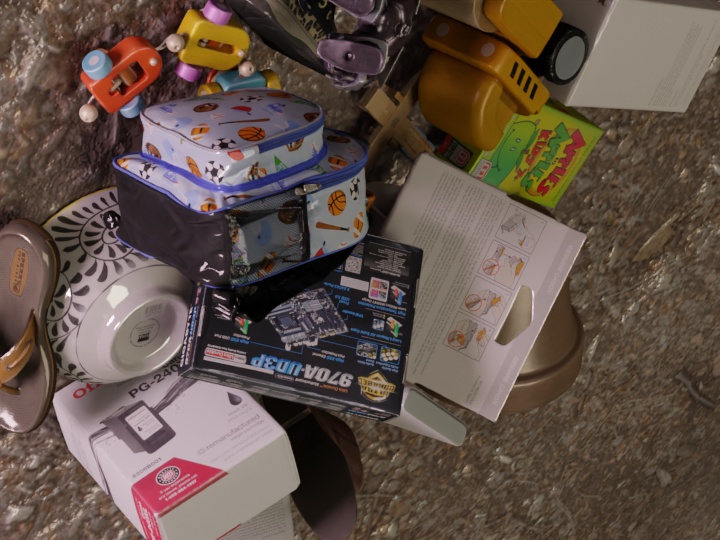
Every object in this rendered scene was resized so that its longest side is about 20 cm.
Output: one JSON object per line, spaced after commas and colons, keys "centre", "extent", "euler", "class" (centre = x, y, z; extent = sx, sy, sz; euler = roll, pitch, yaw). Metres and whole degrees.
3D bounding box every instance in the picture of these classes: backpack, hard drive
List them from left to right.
{"centre": [-0.090, -0.070, 1.449], "extent": [0.190, 0.200, 0.155], "euler": [-12, 120, -38], "class": "backpack"}
{"centre": [-0.005, 0.123, 1.770], "extent": [0.132, 0.199, 0.027], "euler": [37, 72, -53], "class": "hard drive"}

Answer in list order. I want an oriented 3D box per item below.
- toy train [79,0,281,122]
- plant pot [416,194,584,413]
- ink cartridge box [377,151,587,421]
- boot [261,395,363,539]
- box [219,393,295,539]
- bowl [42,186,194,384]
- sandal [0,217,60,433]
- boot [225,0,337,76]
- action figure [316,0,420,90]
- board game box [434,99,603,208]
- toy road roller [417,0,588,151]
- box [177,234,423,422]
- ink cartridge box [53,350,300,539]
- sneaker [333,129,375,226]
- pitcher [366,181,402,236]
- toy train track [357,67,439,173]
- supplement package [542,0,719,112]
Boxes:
{"centre": [-0.154, -0.157, 1.488], "extent": [0.150, 0.056, 0.200], "euler": [-42, 143, 1], "class": "toy train"}
{"centre": [0.140, 0.021, 1.827], "extent": [0.200, 0.200, 0.175], "euler": [-23, 134, -30], "class": "plant pot"}
{"centre": [0.090, 0.015, 1.651], "extent": [0.201, 0.176, 0.045], "euler": [-64, -179, 3], "class": "ink cartridge box"}
{"centre": [-0.028, 0.211, 1.817], "extent": [0.064, 0.187, 0.200], "euler": [-23, 156, 5], "class": "boot"}
{"centre": [-0.130, 0.231, 1.783], "extent": [0.097, 0.125, 0.200], "euler": [-16, 136, -12], "class": "box"}
{"centre": [-0.210, 0.033, 1.565], "extent": [0.200, 0.094, 0.201], "euler": [-28, 140, -26], "class": "bowl"}
{"centre": [-0.299, 0.053, 1.495], "extent": [0.055, 0.081, 0.201], "euler": [-41, 151, -57], "class": "sandal"}
{"centre": [-0.031, -0.257, 1.499], "extent": [0.154, 0.073, 0.204], "euler": [-63, 159, -2], "class": "boot"}
{"centre": [0.007, -0.210, 1.458], "extent": [0.200, 0.069, 0.131], "euler": [-39, 140, -77], "class": "action figure"}
{"centre": [0.168, -0.133, 1.818], "extent": [0.200, 0.048, 0.102], "euler": [13, 113, -57], "class": "board game box"}
{"centre": [0.108, -0.204, 1.629], "extent": [0.146, 0.123, 0.200], "euler": [-58, 143, -4], "class": "toy road roller"}
{"centre": [-0.050, 0.036, 1.559], "extent": [0.199, 0.046, 0.160], "euler": [13, 73, -17], "class": "box"}
{"centre": [-0.174, 0.156, 1.627], "extent": [0.145, 0.200, 0.084], "euler": [-32, 137, -20], "class": "ink cartridge box"}
{"centre": [-0.027, -0.036, 1.646], "extent": [0.074, 0.079, 0.201], "euler": [-64, 157, -68], "class": "sneaker"}
{"centre": [0.000, 0.000, 1.744], "extent": [0.171, 0.121, 0.200], "euler": [15, 123, -9], "class": "pitcher"}
{"centre": [0.038, -0.135, 1.721], "extent": [0.115, 0.032, 0.200], "euler": [-54, 150, -3], "class": "toy train track"}
{"centre": [0.254, -0.241, 1.763], "extent": [0.200, 0.120, 0.122], "euler": [-2, 125, -45], "class": "supplement package"}
